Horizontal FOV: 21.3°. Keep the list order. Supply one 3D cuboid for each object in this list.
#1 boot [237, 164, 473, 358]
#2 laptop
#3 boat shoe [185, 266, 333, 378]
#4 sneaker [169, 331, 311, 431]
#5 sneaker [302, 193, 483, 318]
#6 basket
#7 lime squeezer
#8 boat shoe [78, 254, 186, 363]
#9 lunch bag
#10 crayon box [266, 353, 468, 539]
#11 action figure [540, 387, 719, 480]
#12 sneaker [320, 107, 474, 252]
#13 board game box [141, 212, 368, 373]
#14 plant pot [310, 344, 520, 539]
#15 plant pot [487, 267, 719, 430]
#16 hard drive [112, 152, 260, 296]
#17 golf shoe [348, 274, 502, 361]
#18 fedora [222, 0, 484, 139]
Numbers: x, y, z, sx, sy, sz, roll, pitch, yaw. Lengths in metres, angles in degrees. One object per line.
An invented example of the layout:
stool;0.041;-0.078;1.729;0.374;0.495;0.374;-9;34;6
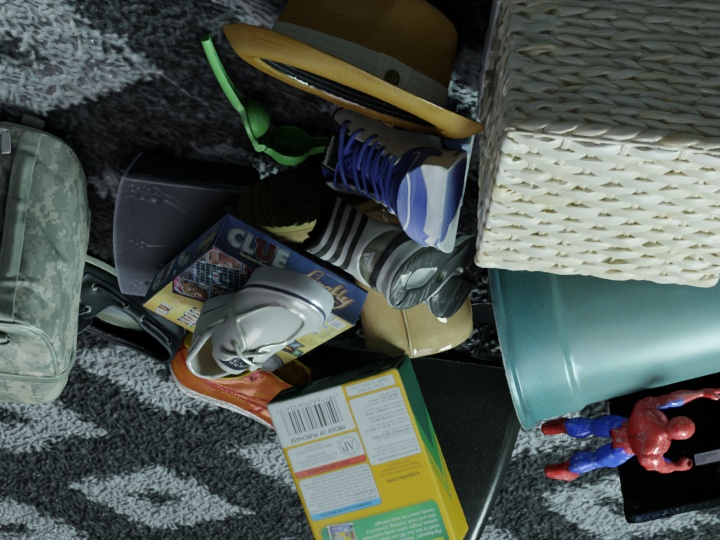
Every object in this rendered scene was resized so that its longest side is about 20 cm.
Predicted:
boot;0.000;0.000;1.618;0.174;0.066;0.200;-9;135;3
laptop;0.313;0.107;1.654;0.177;0.201;0.103;-19;160;38
boat shoe;-0.088;0.051;1.542;0.071;0.070;0.200;33;155;-21
sneaker;-0.089;0.110;1.896;0.199;0.073;0.077;15;142;-20
sneaker;0.027;-0.023;1.523;0.115;0.076;0.200;33;-171;20
basket;0.186;-0.103;1.370;0.199;0.161;0.198;5;150;-1
lime squeezer;-0.064;-0.118;1.516;0.200;0.038;0.071;27;145;-31
boat shoe;-0.252;0.036;1.796;0.199;0.066;0.074;26;146;-31
lunch bag;-0.295;-0.008;1.597;0.139;0.201;0.168;10;154;-13
crayon box;0.012;0.187;1.676;0.125;0.201;0.052;-17;-172;18
action figure;0.239;0.139;1.604;0.099;0.066;0.200;-2;172;-22
sneaker;0.023;-0.072;1.456;0.115;0.199;0.081;8;107;5
board game box;-0.093;0.023;1.623;0.135;0.035;0.200;29;156;-14
plant pot;0.044;0.171;1.799;0.198;0.178;0.200;7;175;-2
plant pot;0.215;0.016;1.563;0.195;0.201;0.200;-10;148;12
hard drive;-0.147;-0.034;1.676;0.134;0.042;0.200;7;150;-3
golf shoe;0.080;0.044;1.758;0.199;0.078;0.095;11;168;-4
fedora;0.005;-0.159;1.354;0.200;0.082;0.201;20;178;1
